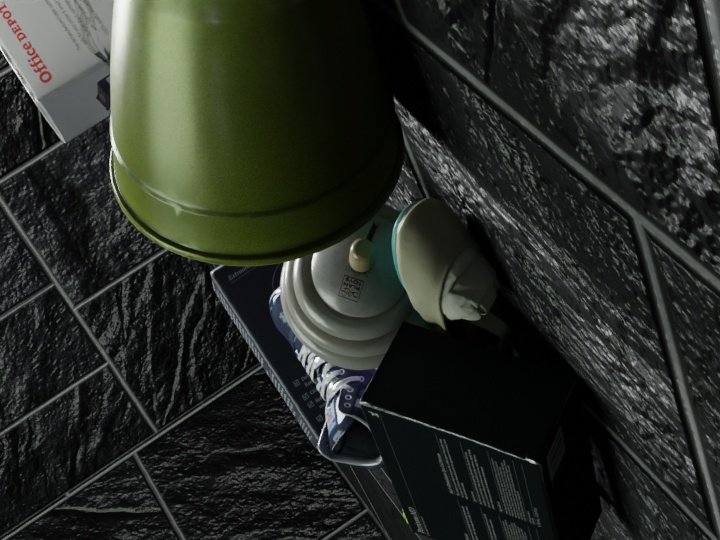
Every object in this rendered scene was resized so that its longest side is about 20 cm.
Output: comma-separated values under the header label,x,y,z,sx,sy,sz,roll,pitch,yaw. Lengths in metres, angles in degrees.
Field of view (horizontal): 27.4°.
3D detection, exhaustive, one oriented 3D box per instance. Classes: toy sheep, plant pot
label,x,y,z,sx,sy,sz,roll,pitch,yaw
toy sheep,0.001,0.008,1.123,0.138,0.137,0.200,54,173,17
plant pot,-0.073,-0.143,0.922,0.201,0.199,0.194,51,157,35

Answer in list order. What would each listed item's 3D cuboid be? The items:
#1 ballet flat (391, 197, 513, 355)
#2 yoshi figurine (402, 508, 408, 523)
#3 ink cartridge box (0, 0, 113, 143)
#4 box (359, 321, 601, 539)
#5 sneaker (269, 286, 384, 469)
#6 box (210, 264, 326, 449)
label,x,y,z,sx,sy,sz,roll,pitch,yaw
ballet flat,0.075,0.021,1.056,0.070,0.069,0.201,51,172,34
yoshi figurine,0.080,0.180,1.408,0.200,0.111,0.113,-110,-1,-74
ink cartridge box,-0.261,-0.247,1.491,0.145,0.199,0.085,53,171,25
box,0.094,0.139,1.088,0.140,0.079,0.201,14,149,24
sneaker,-0.025,0.093,1.308,0.199,0.108,0.070,38,133,17
box,-0.036,0.053,1.477,0.201,0.148,0.107,57,171,6
